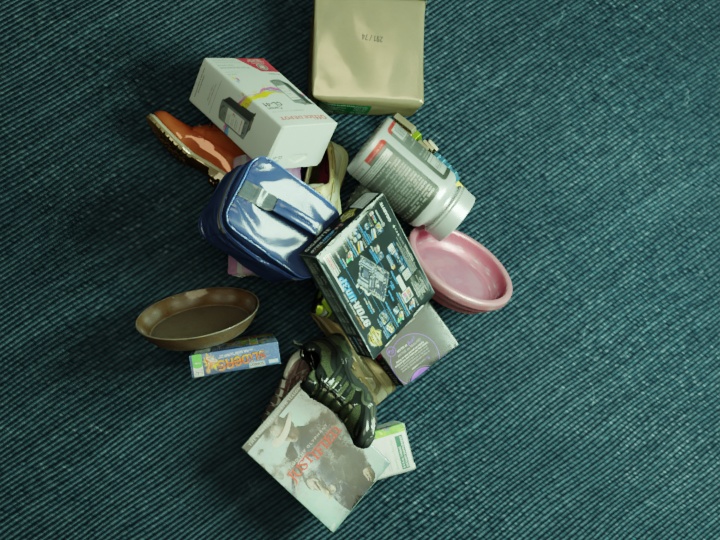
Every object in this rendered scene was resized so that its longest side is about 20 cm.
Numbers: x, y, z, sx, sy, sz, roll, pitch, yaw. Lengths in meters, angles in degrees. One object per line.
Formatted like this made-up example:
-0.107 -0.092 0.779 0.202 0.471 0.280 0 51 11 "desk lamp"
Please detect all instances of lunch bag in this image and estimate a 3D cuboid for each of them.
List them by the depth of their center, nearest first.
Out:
-0.129 -0.069 1.288 0.199 0.132 0.137 33 71 -24 "lunch bag"

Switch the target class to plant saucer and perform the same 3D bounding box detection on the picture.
-0.258 0.080 1.355 0.197 0.200 0.035 -9 110 -8 "plant saucer"
0.160 0.003 1.432 0.199 0.201 0.051 28 122 -4 "plant saucer"

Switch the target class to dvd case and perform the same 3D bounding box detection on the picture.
-0.070 0.294 1.350 0.200 0.022 0.146 43 81 0 "dvd case"

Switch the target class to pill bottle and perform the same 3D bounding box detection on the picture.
0.085 -0.147 1.408 0.199 0.114 0.114 40 80 -7 "pill bottle"

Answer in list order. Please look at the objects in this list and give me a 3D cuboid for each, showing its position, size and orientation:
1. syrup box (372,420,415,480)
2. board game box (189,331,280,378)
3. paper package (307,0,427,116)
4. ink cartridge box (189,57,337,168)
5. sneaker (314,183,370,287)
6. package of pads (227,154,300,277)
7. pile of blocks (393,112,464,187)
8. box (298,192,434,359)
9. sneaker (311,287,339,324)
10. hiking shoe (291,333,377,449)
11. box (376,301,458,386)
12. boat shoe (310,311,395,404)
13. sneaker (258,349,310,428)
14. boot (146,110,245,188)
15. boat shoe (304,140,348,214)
-0.017 0.316 1.407 0.197 0.081 0.080 -14 86 -10 "syrup box"
-0.198 0.131 1.341 0.133 0.200 0.035 -9 91 -8 "board game box"
0.010 -0.371 1.473 0.197 0.103 0.194 2 83 -8 "paper package"
-0.158 -0.259 1.380 0.200 0.147 0.086 42 122 22 "ink cartridge box"
-0.009 -0.047 1.450 0.081 0.075 0.202 31 89 -20 "sneaker"
-0.159 -0.085 1.409 0.075 0.120 0.204 -2 84 33 "package of pads"
0.111 -0.178 1.476 0.062 0.082 0.200 -44 91 -10 "pile of blocks"
0.015 0.007 1.292 0.159 0.046 0.201 -45 120 -27 "box"
0.000 0.000 1.352 0.081 0.074 0.201 35 80 -18 "sneaker"
-0.045 0.194 1.329 0.099 0.076 0.202 -5 52 -30 "hiking shoe"
0.053 0.080 1.428 0.122 0.106 0.201 -35 89 -9 "box"
-0.024 0.143 1.429 0.064 0.071 0.201 -40 91 -10 "boat shoe"
-0.092 0.239 1.391 0.114 0.076 0.203 18 81 18 "sneaker"
-0.264 -0.222 1.440 0.199 0.075 0.108 36 77 -11 "boot"
-0.072 -0.129 1.437 0.073 0.066 0.203 -7 67 34 "boat shoe"
